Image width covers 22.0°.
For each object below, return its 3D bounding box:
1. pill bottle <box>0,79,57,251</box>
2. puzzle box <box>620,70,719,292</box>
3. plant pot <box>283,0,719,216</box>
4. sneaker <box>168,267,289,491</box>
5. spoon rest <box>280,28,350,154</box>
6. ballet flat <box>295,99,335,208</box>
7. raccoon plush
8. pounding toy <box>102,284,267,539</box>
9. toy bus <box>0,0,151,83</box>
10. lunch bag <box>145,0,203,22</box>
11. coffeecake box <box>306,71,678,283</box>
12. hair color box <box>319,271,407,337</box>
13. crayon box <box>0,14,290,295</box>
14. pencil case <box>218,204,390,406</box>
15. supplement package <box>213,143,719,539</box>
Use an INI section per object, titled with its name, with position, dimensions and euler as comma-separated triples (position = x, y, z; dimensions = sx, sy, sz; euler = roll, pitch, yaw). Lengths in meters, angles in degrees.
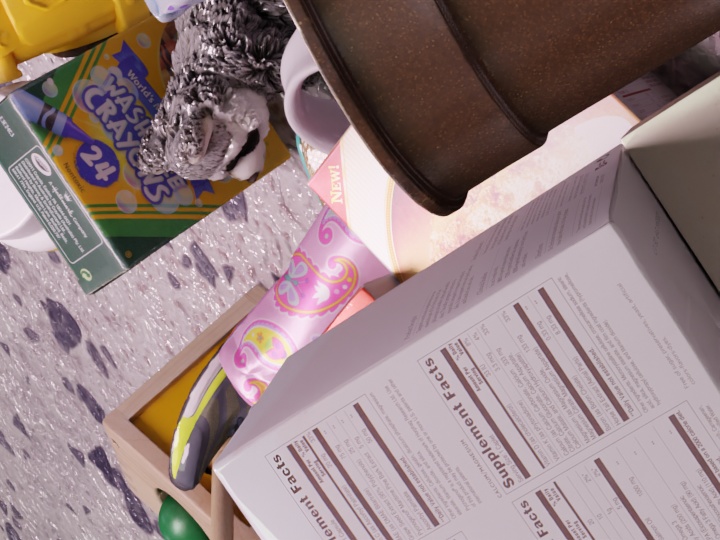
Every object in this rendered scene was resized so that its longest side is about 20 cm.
[pill bottle]
position = -0.199, -0.071, 1.258
dimensions = 0.114, 0.200, 0.115
euler = 2, 94, 23
[puzzle box]
position = 0.223, -0.012, 0.819
dimensions = 0.133, 0.025, 0.201
euler = -32, 94, 28
[plant pot]
position = 0.079, -0.152, 0.730
dimensions = 0.201, 0.197, 0.201
euler = 57, -162, -30
[sneaker]
position = -0.053, 0.069, 1.226
dimensions = 0.081, 0.200, 0.074
euler = 38, 168, 3
[spoon rest]
position = 0.005, -0.134, 1.005
dimensions = 0.200, 0.060, 0.100
euler = 126, 144, -49
[ballet flat]
position = 0.022, -0.015, 1.151
dimensions = 0.065, 0.071, 0.201
euler = -3, 124, 37
[raccoon plush]
position = -0.109, -0.147, 1.125
dimensions = 0.200, 0.134, 0.097
euler = 52, 152, 4
[pounding toy]
position = -0.076, 0.136, 1.296
dimensions = 0.184, 0.200, 0.143
euler = 37, 156, 28
[toy bus]
position = -0.271, -0.190, 1.267
dimensions = 0.200, 0.192, 0.136
euler = 13, 134, 52
[lunch bag]
position = -0.095, -0.262, 0.994
dimensions = 0.201, 0.127, 0.169
euler = 61, 148, 2
[coffeecake box]
position = 0.095, -0.034, 0.936
dimensions = 0.200, 0.073, 0.154
euler = 46, 118, 14
[hair color box]
position = 0.064, 0.048, 1.013
dimensions = 0.111, 0.200, 0.064
euler = 47, 118, 12
[crayon box]
position = -0.130, -0.088, 1.175
dimensions = 0.051, 0.200, 0.126
euler = -29, 97, 45
[pencil case]
position = 0.000, 0.000, 1.087
dimensions = 0.087, 0.087, 0.200
euler = 44, 112, 17
[supplement package]
position = 0.070, 0.072, 0.820
dimensions = 0.199, 0.152, 0.151
euler = -33, 97, 17
